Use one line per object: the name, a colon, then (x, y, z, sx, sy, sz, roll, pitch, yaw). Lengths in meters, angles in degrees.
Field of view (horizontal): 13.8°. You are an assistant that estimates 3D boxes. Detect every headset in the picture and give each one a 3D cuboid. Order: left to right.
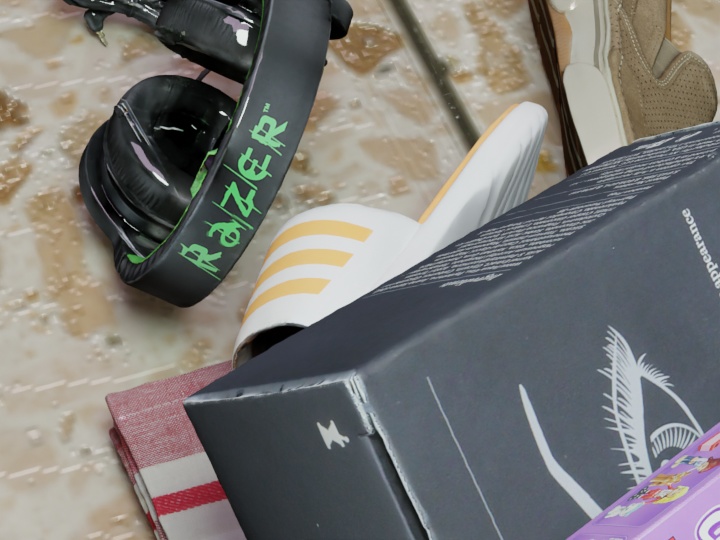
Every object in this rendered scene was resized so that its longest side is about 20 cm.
headset: (-0.065, -0.068, 1.072, 0.094, 0.124, 0.200, 24, 17, -15)

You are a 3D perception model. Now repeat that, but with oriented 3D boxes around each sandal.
sandal: (-0.001, 0.006, 1.013, 0.059, 0.079, 0.207, 23, 43, 14)

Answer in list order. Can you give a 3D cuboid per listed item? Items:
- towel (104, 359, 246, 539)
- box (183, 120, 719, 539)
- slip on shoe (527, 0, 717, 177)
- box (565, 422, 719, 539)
towel: (0.013, 0.103, 0.993, 0.144, 0.023, 0.200, -15, 54, -17)
box: (0.072, 0.057, 0.912, 0.200, 0.104, 0.148, -28, 99, -30)
slip on shoe: (0.103, -0.060, 1.101, 0.061, 0.076, 0.200, -8, 43, -1)
box: (0.159, 0.090, 0.864, 0.200, 0.039, 0.137, -34, 101, -22)
